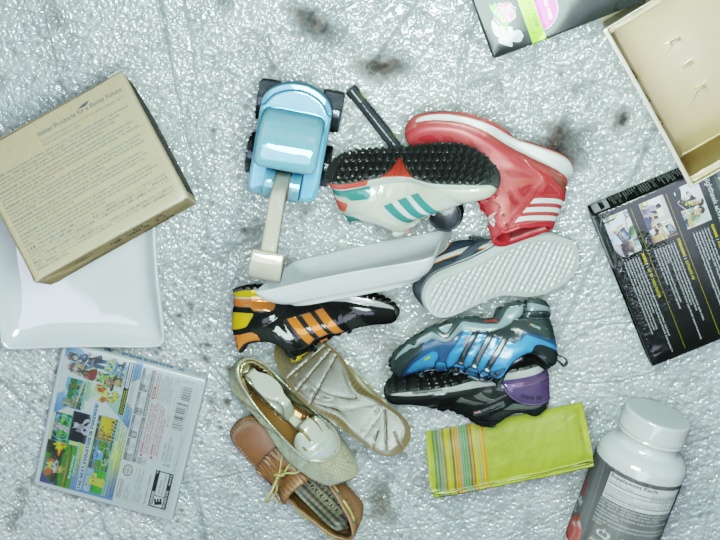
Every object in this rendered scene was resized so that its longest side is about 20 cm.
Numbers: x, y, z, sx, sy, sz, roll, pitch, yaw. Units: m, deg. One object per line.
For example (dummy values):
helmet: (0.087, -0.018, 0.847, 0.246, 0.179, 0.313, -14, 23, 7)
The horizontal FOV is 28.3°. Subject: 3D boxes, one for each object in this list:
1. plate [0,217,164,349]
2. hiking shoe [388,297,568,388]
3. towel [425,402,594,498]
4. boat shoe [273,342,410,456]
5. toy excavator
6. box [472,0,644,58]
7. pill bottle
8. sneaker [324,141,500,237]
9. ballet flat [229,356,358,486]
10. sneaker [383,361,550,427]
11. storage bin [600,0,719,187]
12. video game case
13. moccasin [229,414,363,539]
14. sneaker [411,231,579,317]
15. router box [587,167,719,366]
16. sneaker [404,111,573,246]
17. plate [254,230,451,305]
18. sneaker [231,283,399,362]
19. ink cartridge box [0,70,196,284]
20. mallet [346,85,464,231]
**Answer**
plate: (-0.334, -0.007, 1.694, 0.198, 0.032, 0.202, -1, 106, 4)
hiking shoe: (0.131, 0.097, 1.639, 0.199, 0.074, 0.087, -18, 75, 4)
towel: (0.177, 0.215, 1.720, 0.198, 0.087, 0.018, -12, 149, 9)
boat shoe: (-0.024, 0.152, 1.712, 0.200, 0.066, 0.074, 44, 81, 12)
toy excavator: (-0.086, -0.104, 1.570, 0.099, 0.200, 0.196, 11, 107, 0)
box: (0.208, -0.337, 1.522, 0.199, 0.124, 0.149, -20, 106, 8)
pill bottle: (0.323, 0.260, 1.708, 0.110, 0.111, 0.201, 16, 107, -2)
sneaker: (0.063, -0.085, 1.586, 0.198, 0.071, 0.094, 0, 135, 18)
ballet flat: (-0.082, 0.180, 1.701, 0.200, 0.062, 0.067, 41, 67, 8)
sneaker: (0.129, 0.155, 1.709, 0.198, 0.076, 0.088, -8, 113, 5)
storage bin: (0.394, -0.235, 1.560, 0.198, 0.094, 0.201, -30, 103, 12)
video game case: (-0.298, 0.198, 1.770, 0.181, 0.022, 0.201, 15, 108, -2)
moccasin: (-0.080, 0.256, 1.746, 0.074, 0.078, 0.202, -38, 102, 13)
sneaker: (0.152, -0.006, 1.659, 0.199, 0.079, 0.079, -13, 112, -16)
router box: (0.368, -0.009, 1.653, 0.148, 0.051, 0.201, -22, 105, 8)
sneaker: (0.136, -0.099, 1.599, 0.199, 0.078, 0.116, 16, 66, -1)
plate: (0.000, 0.000, 1.591, 0.198, 0.200, 0.033, -12, 98, 12)
sneaker: (-0.054, 0.065, 1.681, 0.198, 0.070, 0.091, 4, 94, 4)
ink cartridge box: (-0.311, -0.102, 1.612, 0.199, 0.075, 0.166, -28, 85, 2)
mallet: (0.052, -0.130, 1.646, 0.041, 0.066, 0.200, -37, 87, 10)
